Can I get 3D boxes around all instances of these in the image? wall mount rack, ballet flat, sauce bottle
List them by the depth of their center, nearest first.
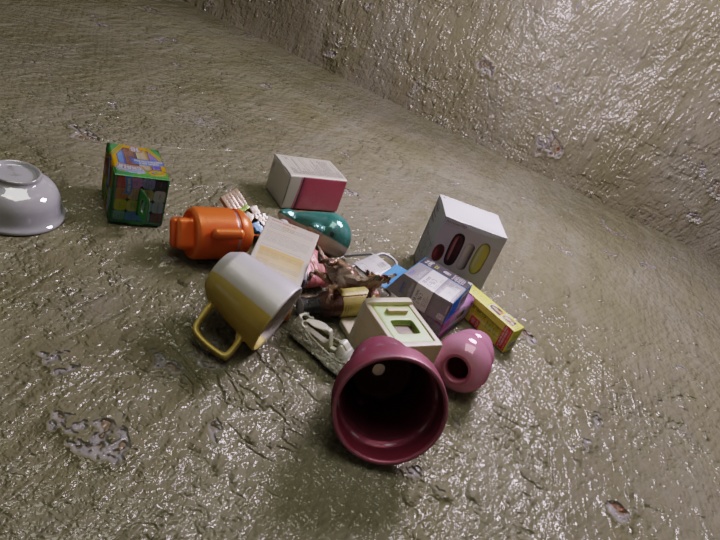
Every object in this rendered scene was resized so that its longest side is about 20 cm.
[{"bbox_3d":[-0.060,0.153,1.176,0.198,0.073,0.071,34,30,16],"label":"ballet flat"},{"bbox_3d":[-0.050,0.072,1.314,0.196,0.067,0.066,-1,36,-32],"label":"sauce bottle"},{"bbox_3d":[0.000,0.000,1.473,0.173,0.075,0.199,39,32,19],"label":"wall mount rack"}]

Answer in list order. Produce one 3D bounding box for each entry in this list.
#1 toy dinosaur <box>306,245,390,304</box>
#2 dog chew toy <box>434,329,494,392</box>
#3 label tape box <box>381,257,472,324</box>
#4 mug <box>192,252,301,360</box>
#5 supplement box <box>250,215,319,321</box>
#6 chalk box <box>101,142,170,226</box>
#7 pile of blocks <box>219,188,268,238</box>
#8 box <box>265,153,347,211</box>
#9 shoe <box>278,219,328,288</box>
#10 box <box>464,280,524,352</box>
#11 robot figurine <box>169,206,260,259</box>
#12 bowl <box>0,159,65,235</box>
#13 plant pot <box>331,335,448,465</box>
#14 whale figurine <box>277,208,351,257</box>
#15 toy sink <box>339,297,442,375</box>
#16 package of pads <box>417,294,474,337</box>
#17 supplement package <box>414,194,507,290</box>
[{"bbox_3d":[-0.031,0.013,1.283,0.133,0.088,0.200,5,20,-33],"label":"toy dinosaur"},{"bbox_3d":[0.239,0.187,1.289,0.123,0.126,0.199,33,22,18],"label":"dog chew toy"},{"bbox_3d":[0.146,0.028,1.380,0.198,0.064,0.144,31,29,17],"label":"label tape box"},{"bbox_3d":[-0.221,0.053,1.107,0.152,0.150,0.187,38,35,3],"label":"mug"},{"bbox_3d":[-0.179,-0.007,1.277,0.124,0.074,0.203,21,51,-4],"label":"supplement box"},{"bbox_3d":[-0.514,-0.185,1.342,0.122,0.126,0.201,4,33,-32],"label":"chalk box"},{"bbox_3d":[-0.274,-0.114,1.457,0.199,0.062,0.083,38,49,-21],"label":"pile of blocks"},{"bbox_3d":[-0.160,-0.257,1.736,0.197,0.110,0.128,0,36,-36],"label":"box"},{"bbox_3d":[-0.141,-0.038,1.418,0.090,0.072,0.202,3,47,-37],"label":"shoe"},{"bbox_3d":[0.319,0.116,1.508,0.050,0.076,0.200,-12,45,-43],"label":"box"},{"bbox_3d":[-0.327,-0.085,1.322,0.197,0.144,0.118,-2,58,-38],"label":"robot figurine"},{"bbox_3d":[-0.707,-0.163,1.200,0.197,0.092,0.202,18,29,-11],"label":"bowl"},{"bbox_3d":[0.045,0.209,1.047,0.196,0.204,0.179,18,14,-8],"label":"plant pot"},{"bbox_3d":[-0.113,-0.114,1.496,0.197,0.105,0.159,29,-4,-1],"label":"whale figurine"},{"bbox_3d":[0.060,0.130,1.251,0.128,0.114,0.201,3,34,-33],"label":"toy sink"},{"bbox_3d":[0.188,0.089,1.451,0.120,0.077,0.199,36,31,19],"label":"package of pads"},{"bbox_3d":[0.274,-0.068,1.645,0.187,0.203,0.148,17,28,-9],"label":"supplement package"}]
